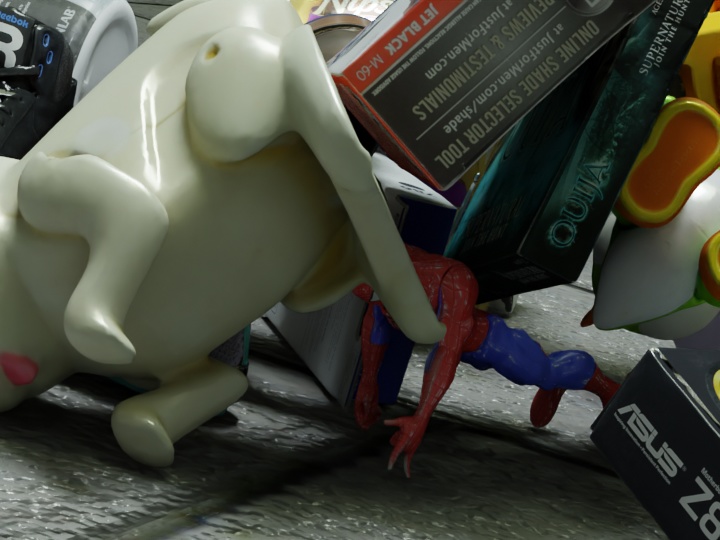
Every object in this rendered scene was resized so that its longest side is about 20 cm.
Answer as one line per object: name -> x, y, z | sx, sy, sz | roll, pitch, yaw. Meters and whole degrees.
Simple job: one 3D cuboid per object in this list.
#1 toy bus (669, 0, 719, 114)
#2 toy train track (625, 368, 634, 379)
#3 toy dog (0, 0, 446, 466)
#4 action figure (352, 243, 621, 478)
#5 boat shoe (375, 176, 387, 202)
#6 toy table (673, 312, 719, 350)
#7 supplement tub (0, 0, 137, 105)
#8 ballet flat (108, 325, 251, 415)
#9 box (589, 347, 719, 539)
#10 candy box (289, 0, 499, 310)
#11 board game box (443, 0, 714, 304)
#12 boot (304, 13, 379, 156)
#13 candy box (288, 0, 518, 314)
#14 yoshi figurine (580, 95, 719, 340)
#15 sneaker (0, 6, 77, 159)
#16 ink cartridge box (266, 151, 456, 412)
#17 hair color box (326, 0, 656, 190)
toy bus -> 0.186, -0.099, 1.198 | 0.200, 0.136, 0.192 | -7, 39, 20
toy train track -> 0.182, 0.034, 1.088 | 0.115, 0.033, 0.200 | -35, 5, -37
toy dog -> -0.097, -0.022, 0.914 | 0.140, 0.200, 0.194 | 66, -2, -60
action figure -> 0.041, 0.053, 1.037 | 0.065, 0.099, 0.200 | 18, -13, 39
boat shoe -> -0.077, -0.018, 1.076 | 0.200, 0.076, 0.072 | -5, -10, 22
toy table -> 0.243, 0.013, 1.238 | 0.117, 0.184, 0.200 | -3, 39, -16
supplement tub -> -0.252, -0.140, 1.509 | 0.200, 0.123, 0.123 | 17, 10, 12
ballet flat -> -0.137, 0.002, 1.015 | 0.200, 0.072, 0.072 | 16, 9, 12
box -> 0.197, 0.099, 0.841 | 0.200, 0.049, 0.161 | 6, 39, -42
candy box -> 0.018, -0.057, 1.277 | 0.116, 0.057, 0.200 | 16, -33, 15
board game box -> 0.086, -0.054, 1.020 | 0.028, 0.135, 0.200 | 27, -7, -6
boot -> -0.067, -0.046, 1.128 | 0.075, 0.200, 0.097 | 51, 7, -19
candy box -> 0.020, -0.076, 1.370 | 0.167, 0.072, 0.200 | 16, -31, 13
yoshi figurine -> 0.155, -0.024, 1.049 | 0.112, 0.113, 0.200 | 2, -10, 0
sneaker -> -0.212, -0.089, 1.300 | 0.073, 0.112, 0.200 | 15, 9, 9
ink cartridge box -> 0.000, 0.000, 1.136 | 0.039, 0.100, 0.200 | 15, 10, -15
hair color box -> 0.045, -0.095, 0.973 | 0.064, 0.111, 0.200 | 48, 0, -7
